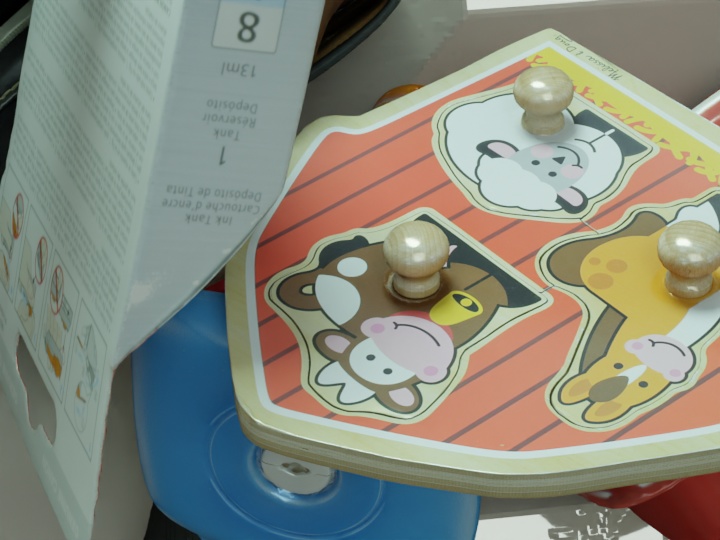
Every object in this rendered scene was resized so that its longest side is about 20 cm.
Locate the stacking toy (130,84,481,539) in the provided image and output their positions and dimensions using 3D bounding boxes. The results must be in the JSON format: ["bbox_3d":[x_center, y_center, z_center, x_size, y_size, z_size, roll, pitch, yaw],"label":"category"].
[{"bbox_3d":[0.000,0.000,0.768,0.115,0.110,0.201,7,41,10],"label":"stacking toy"}]

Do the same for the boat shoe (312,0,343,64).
[{"bbox_3d":[-0.005,-0.138,0.737,0.073,0.076,0.202,11,84,-2],"label":"boat shoe"}]

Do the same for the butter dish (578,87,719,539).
[{"bbox_3d":[0.148,0.035,0.779,0.199,0.200,0.148,-36,113,-8],"label":"butter dish"}]

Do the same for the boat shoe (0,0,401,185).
[{"bbox_3d":[-0.071,-0.074,0.790,0.199,0.068,0.072,-32,123,-8],"label":"boat shoe"}]

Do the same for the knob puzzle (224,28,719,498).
[{"bbox_3d":[0.045,-0.005,0.663,0.217,0.221,0.031,-9,131,-8],"label":"knob puzzle"}]

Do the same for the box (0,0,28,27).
[{"bbox_3d":[-0.163,-0.199,0.775,0.200,0.107,0.149,43,82,-3],"label":"box"}]

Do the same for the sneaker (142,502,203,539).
[{"bbox_3d":[-0.074,0.147,0.776,0.078,0.075,0.202,4,85,-5],"label":"sneaker"}]

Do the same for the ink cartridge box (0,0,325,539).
[{"bbox_3d":[-0.069,-0.032,0.685,0.047,0.160,0.202,3,113,-22],"label":"ink cartridge box"}]
